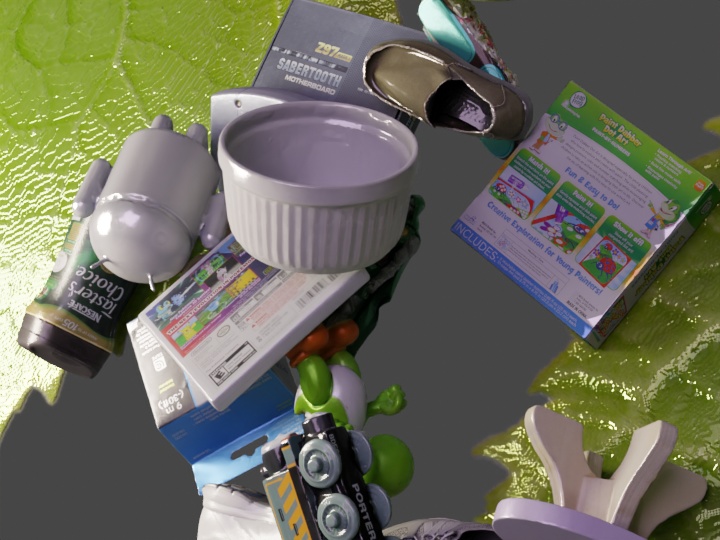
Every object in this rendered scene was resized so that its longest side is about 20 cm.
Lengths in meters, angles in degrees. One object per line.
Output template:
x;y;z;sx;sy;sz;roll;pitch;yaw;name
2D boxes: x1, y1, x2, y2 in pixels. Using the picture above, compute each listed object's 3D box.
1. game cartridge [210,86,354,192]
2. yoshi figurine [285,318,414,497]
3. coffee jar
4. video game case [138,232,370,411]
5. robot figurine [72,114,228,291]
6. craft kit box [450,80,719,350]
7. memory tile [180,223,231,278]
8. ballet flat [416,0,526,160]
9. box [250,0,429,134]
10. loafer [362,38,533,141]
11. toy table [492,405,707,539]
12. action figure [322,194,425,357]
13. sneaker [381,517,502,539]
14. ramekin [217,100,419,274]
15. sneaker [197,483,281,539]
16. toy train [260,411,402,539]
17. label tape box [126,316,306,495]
-0.079;-0.125;1.813;0.198;0.040;0.135;20;124;31;game cartridge
0.000;0.147;1.667;0.111;0.112;0.202;-17;82;-8;yoshi figurine
-0.299;0.014;1.871;0.085;0.104;0.202;10;74;62;coffee jar
-0.110;0.028;1.696;0.200;0.023;0.182;-42;42;-6;video game case
-0.219;-0.070;1.790;0.168;0.113;0.202;13;56;10;robot figurine
0.222;-0.058;1.674;0.200;0.048;0.198;41;95;32;craft kit box
-0.118;0.003;1.760;0.152;0.017;0.201;22;69;38;memory tile
0.130;-0.212;1.759;0.075;0.064;0.202;-32;80;43;ballet flat
-0.020;-0.202;1.846;0.198;0.051;0.159;21;81;30;box
0.080;-0.186;1.715;0.198;0.069;0.076;22;109;28;loafer
0.221;0.210;1.506;0.183;0.199;0.118;-21;45;56;toy table
0.000;0.000;1.755;0.118;0.055;0.201;41;95;21;action figure
0.084;0.263;1.595;0.198;0.082;0.076;-9;67;27;sneaker
-0.042;-0.079;1.657;0.199;0.199;0.106;22;124;31;ramekin
-0.084;0.276;1.694;0.198;0.074;0.088;12;86;38;sneaker
-0.030;0.238;1.580;0.113;0.085;0.202;-25;81;32;toy train
-0.152;0.114;1.783;0.142;0.066;0.202;-29;59;13;label tape box
